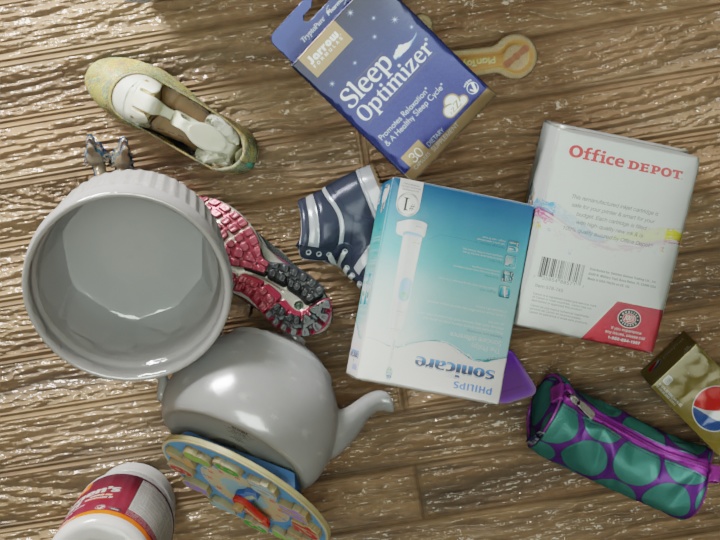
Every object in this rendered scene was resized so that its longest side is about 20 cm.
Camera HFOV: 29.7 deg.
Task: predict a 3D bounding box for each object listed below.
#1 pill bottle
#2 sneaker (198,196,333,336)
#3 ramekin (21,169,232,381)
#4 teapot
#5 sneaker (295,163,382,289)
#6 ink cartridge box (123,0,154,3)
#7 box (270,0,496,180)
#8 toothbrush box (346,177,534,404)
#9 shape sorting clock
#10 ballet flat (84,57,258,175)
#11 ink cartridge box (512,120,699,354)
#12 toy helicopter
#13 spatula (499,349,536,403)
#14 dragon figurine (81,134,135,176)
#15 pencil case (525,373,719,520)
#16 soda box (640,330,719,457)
[{"bbox_3d":[-0.251,0.273,1.403,0.109,0.200,0.110,0,100,1],"label":"pill bottle"},{"bbox_3d":[-0.115,0.003,1.424,0.200,0.075,0.081,41,89,7],"label":"sneaker"},{"bbox_3d":[-0.222,-0.004,1.324,0.199,0.105,0.201,-1,116,-3],"label":"ramekin"},{"bbox_3d":[-0.104,0.124,1.406,0.200,0.197,0.146,47,57,-37],"label":"teapot"},{"bbox_3d":[0.000,0.000,1.419,0.108,0.070,0.201,-20,94,1],"label":"sneaker"},{"bbox_3d":[-0.207,-0.369,1.320,0.083,0.144,0.201,-12,100,2],"label":"ink cartridge box"},{"bbox_3d":[0.020,-0.198,1.325,0.200,0.032,0.121,43,98,-9],"label":"box"},{"bbox_3d":[0.077,0.021,1.345,0.146,0.085,0.201,10,87,-7],"label":"toothbrush box"},{"bbox_3d":[-0.120,0.232,1.408,0.199,0.200,0.039,29,64,-4],"label":"shape sorting clock"},{"bbox_3d":[-0.195,-0.160,1.396,0.199,0.071,0.071,30,99,-4],"label":"ballet flat"},{"bbox_3d":[0.238,-0.040,1.371,0.145,0.145,0.201,12,100,-1],"label":"ink cartridge box"},{"bbox_3d":[0.082,-0.197,1.383,0.199,0.079,0.133,-8,101,-1],"label":"toy helicopter"},{"bbox_3d":[0.124,0.052,1.450,0.056,0.021,0.201,-22,95,27],"label":"spatula"},{"bbox_3d":[-0.254,-0.042,1.420,0.059,0.100,0.201,-5,119,0],"label":"dragon figurine"},{"bbox_3d":[0.274,0.187,1.439,0.199,0.092,0.085,25,56,-5],"label":"pencil case"},{"bbox_3d":[0.394,0.162,1.446,0.068,0.064,0.200,-44,97,7],"label":"soda box"}]
